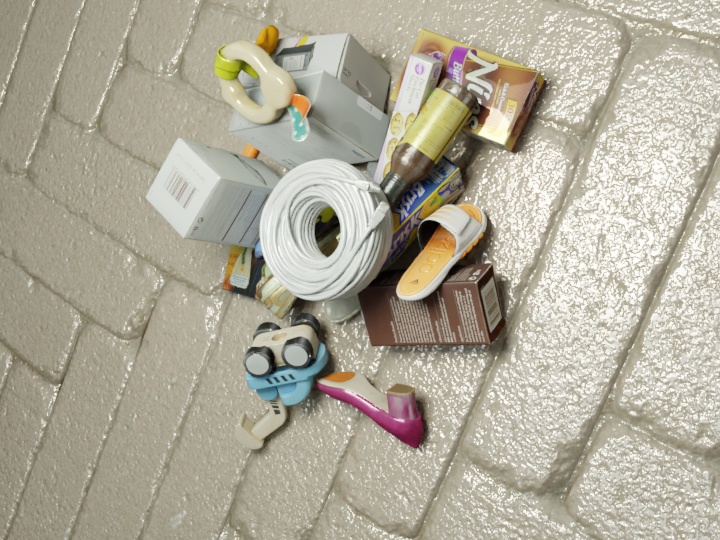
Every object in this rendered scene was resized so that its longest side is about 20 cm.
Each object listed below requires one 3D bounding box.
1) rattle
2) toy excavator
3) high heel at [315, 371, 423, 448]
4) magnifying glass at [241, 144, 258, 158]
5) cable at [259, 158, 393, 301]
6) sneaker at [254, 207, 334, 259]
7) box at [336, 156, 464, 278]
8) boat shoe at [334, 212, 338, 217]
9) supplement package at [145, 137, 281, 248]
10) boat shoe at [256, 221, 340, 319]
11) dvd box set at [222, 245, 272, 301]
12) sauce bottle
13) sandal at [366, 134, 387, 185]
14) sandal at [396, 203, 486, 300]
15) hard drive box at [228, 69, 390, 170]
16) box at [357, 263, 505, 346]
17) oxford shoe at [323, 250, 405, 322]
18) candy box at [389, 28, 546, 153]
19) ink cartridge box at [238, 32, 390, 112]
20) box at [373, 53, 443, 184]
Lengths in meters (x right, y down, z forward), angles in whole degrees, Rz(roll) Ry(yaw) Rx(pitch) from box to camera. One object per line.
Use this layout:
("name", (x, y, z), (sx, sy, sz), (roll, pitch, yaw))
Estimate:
("rattle", (-0.106, -0.276, 1.238), (0.200, 0.143, 0.131), (22, 120, 32))
("toy excavator", (-0.135, 0.192, 1.374), (0.194, 0.100, 0.200), (-13, 113, 11))
("high heel", (0.011, 0.215, 1.314), (0.200, 0.067, 0.096), (3, 109, 35))
("magnifying glass", (-0.219, -0.172, 1.514), (0.080, 0.022, 0.200), (38, 104, 30))
("cable", (-0.050, -0.057, 1.194), (0.200, 0.069, 0.200), (33, 108, 30))
("sneaker", (-0.112, -0.083, 1.345), (0.200, 0.074, 0.082), (-41, 67, 44))
("box", (0.061, -0.085, 1.253), (0.200, 0.070, 0.064), (-44, 63, -7))
("boat shoe", (-0.034, -0.125, 1.348), (0.200, 0.069, 0.057), (35, 113, 44))
("supplement package", (-0.218, -0.119, 1.362), (0.117, 0.200, 0.117), (42, 108, 28))
("boat shoe", (-0.074, 0.001, 1.377), (0.200, 0.072, 0.076), (-41, 86, 11))
("dvd box set", (-0.159, -0.048, 1.457), (0.146, 0.029, 0.201), (15, 94, 33))
("sauce bottle", (0.086, -0.175, 1.195), (0.065, 0.065, 0.200), (37, 93, 30))
("sandal", (0.074, -0.203, 1.325), (0.076, 0.043, 0.201), (25, 89, 25))
("sandal", (0.113, -0.042, 1.202), (0.079, 0.059, 0.207), (6, 45, 38))
("hard drive box", (-0.081, -0.228, 1.326), (0.200, 0.156, 0.077), (0, 71, 44))
("box", (0.102, 0.053, 1.238), (0.200, 0.075, 0.100), (-4, 111, 30))
("oxford shoe", (0.000, 0.000, 1.336), (0.075, 0.058, 0.200), (49, 111, 25))
("candy box", (0.157, -0.266, 1.247), (0.200, 0.056, 0.117), (26, 95, 22))
("ink cartridge box", (-0.073, -0.306, 1.358), (0.200, 0.148, 0.086), (4, 76, 32))
("box", (0.068, -0.216, 1.241), (0.041, 0.039, 0.200), (29, 118, 20))
